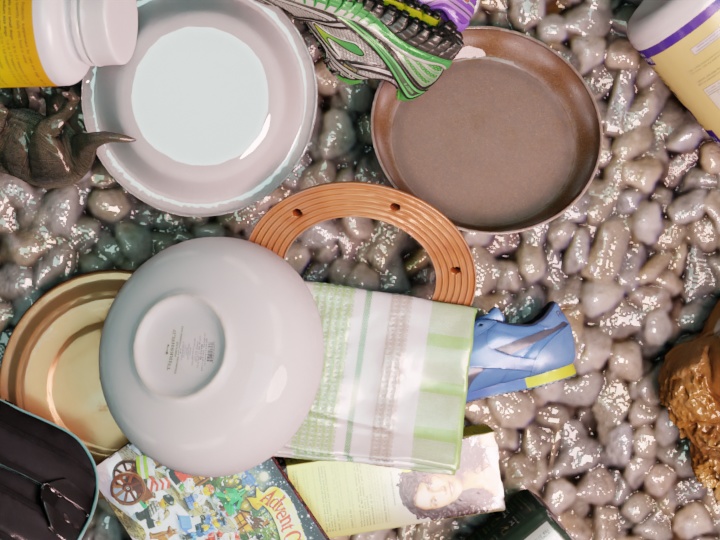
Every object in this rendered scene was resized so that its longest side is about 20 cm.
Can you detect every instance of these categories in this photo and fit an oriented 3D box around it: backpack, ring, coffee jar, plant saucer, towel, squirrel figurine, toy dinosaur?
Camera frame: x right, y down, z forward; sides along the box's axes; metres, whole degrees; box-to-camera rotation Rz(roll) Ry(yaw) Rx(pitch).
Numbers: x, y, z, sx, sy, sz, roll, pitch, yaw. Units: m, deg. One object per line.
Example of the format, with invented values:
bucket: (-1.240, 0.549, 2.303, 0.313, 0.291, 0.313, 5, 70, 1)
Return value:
backpack: (-0.320, 0.193, 1.365, 0.199, 0.176, 0.154, 19, 132, -3)
ring: (0.000, 0.000, 1.416, 0.199, 0.019, 0.201, 4, 131, 4)
coffee jar: (0.102, 0.288, 1.466, 0.200, 0.104, 0.085, -40, 100, -1)
plant saucer: (-0.213, 0.100, 1.448, 0.199, 0.032, 0.202, -1, 95, -7)
towel: (-0.007, 0.088, 1.397, 0.199, 0.031, 0.150, 7, 85, -3)
squirrel figurine: (0.374, 0.117, 1.484, 0.200, 0.142, 0.187, -39, 109, 12)
plant saucer: (0.107, -0.116, 1.429, 0.199, 0.032, 0.201, 1, 67, -3)
toy dinosaur: (-0.270, -0.108, 1.385, 0.199, 0.077, 0.103, 4, 116, 11)

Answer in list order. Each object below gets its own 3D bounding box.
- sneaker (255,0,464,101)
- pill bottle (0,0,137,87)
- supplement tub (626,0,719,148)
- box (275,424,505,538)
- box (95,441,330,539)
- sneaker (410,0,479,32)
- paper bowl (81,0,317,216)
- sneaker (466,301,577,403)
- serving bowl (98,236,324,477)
sneaker: (-0.018, -0.197, 1.366, 0.199, 0.078, 0.085, 24, 118, -16)
pill bottle: (-0.284, -0.200, 1.328, 0.199, 0.109, 0.110, 0, 96, 11)
supplement tub: (0.341, -0.178, 1.429, 0.145, 0.145, 0.200, -42, 98, -1)
box: (0.024, 0.188, 1.475, 0.199, 0.050, 0.076, -10, 95, -5)
box: (-0.119, 0.213, 1.417, 0.136, 0.038, 0.201, -35, 88, -1)
sneaker: (0.006, -0.240, 1.416, 0.199, 0.081, 0.084, 6, 97, -7)
paper bowl: (-0.135, -0.146, 1.398, 0.199, 0.104, 0.202, -1, 96, -5)
sneaker: (0.091, 0.078, 1.466, 0.199, 0.066, 0.079, -15, 94, -7)
serving bowl: (-0.132, 0.066, 1.359, 0.199, 0.066, 0.202, -4, 79, 20)
